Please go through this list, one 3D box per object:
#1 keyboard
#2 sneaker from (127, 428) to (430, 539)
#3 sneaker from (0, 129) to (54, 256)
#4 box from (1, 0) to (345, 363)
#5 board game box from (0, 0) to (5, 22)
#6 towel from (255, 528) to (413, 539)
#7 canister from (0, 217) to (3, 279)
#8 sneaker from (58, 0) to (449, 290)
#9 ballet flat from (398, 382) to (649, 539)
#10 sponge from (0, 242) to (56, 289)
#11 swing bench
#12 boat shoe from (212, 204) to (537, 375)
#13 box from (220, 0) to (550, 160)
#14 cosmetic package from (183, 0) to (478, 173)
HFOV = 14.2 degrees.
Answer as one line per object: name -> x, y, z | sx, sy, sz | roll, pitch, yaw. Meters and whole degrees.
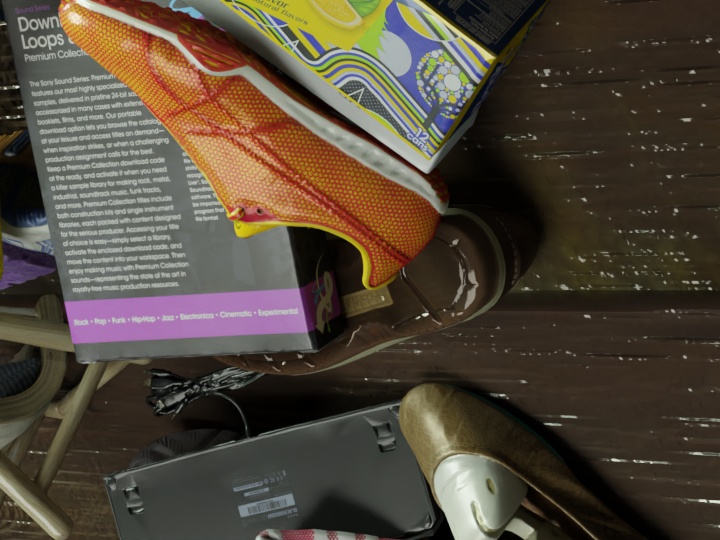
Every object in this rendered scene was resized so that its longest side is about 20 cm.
keyboard -> -0.055, 0.103, 1.586 | 0.199, 0.021, 0.128 | -15, 91, 26
sneaker -> -0.044, 0.166, 1.664 | 0.199, 0.078, 0.112 | 19, 141, 29
sneaker -> -0.138, -0.016, 1.543 | 0.199, 0.075, 0.088 | 14, 140, 35
box -> -0.092, -0.057, 1.393 | 0.142, 0.036, 0.201 | -3, 106, 31
board game box -> -0.198, -0.176, 1.464 | 0.199, 0.019, 0.103 | 26, 143, 20
towel -> 0.031, 0.196, 1.592 | 0.199, 0.030, 0.147 | 7, 144, -4
canister -> -0.248, -0.091, 1.466 | 0.148, 0.086, 0.201 | 27, 130, 32
sneaker -> -0.056, -0.060, 1.307 | 0.199, 0.077, 0.073 | 34, -170, -3
ballet flat -> 0.093, 0.139, 1.497 | 0.200, 0.072, 0.068 | 41, 131, -1
sponge -> -0.269, -0.006, 1.672 | 0.111, 0.030, 0.200 | 13, 162, -34
swing bench -> -0.248, 0.070, 1.632 | 0.199, 0.130, 0.199 | 28, 160, -11
boat shoe -> 0.002, 0.006, 1.425 | 0.202, 0.075, 0.075 | -5, 103, 40
box -> -0.023, -0.141, 1.189 | 0.200, 0.064, 0.070 | 38, 135, 4
cosmetic package -> -0.014, -0.157, 1.253 | 0.200, 0.052, 0.151 | 35, 138, 7
